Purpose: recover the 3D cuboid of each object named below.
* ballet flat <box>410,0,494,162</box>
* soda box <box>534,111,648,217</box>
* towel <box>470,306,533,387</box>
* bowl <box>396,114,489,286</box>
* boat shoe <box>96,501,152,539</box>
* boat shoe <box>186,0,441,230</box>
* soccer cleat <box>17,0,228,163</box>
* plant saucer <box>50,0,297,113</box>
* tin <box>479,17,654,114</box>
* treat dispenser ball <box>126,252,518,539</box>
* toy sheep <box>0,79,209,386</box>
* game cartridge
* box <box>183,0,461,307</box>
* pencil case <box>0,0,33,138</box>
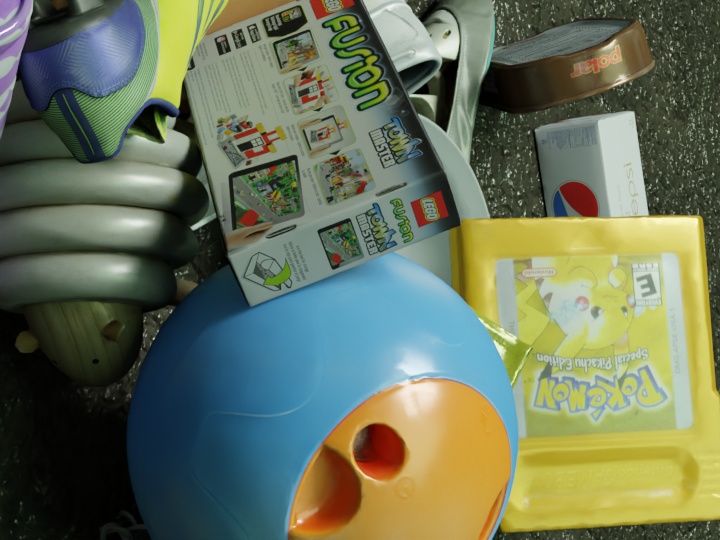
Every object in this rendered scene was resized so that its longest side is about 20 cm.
[{"bbox_3d":[0.054,-0.130,1.090,0.063,0.067,0.202,21,69,-38],"label":"ballet flat"},{"bbox_3d":[0.203,-0.028,1.272,0.068,0.063,0.202,-18,102,-51],"label":"soda box"},{"bbox_3d":[0.032,0.103,0.901,0.086,0.018,0.201,34,61,-8],"label":"towel"},{"bbox_3d":[0.000,0.000,0.985,0.200,0.090,0.203,6,83,-51],"label":"bowl"},{"bbox_3d":[-0.117,0.165,0.835,0.063,0.072,0.201,45,58,-44],"label":"boat shoe"},{"bbox_3d":[-0.039,-0.080,0.881,0.199,0.069,0.072,-38,159,-6],"label":"boat shoe"},{"bbox_3d":[-0.107,-0.105,0.728,0.200,0.064,0.084,-58,131,-66],"label":"soccer cleat"},{"bbox_3d":[-0.090,-0.171,0.828,0.199,0.032,0.202,-18,135,-20],"label":"plant saucer"},{"bbox_3d":[0.146,-0.154,1.120,0.111,0.200,0.042,-16,102,-6],"label":"tin"},{"bbox_3d":[-0.019,0.085,0.771,0.200,0.199,0.203,7,82,-52],"label":"treat dispenser ball"},{"bbox_3d":[-0.140,-0.041,0.782,0.137,0.137,0.202,6,75,-52],"label":"toy sheep"},{"bbox_3d":[0.149,0.065,0.982,0.174,0.032,0.202,-2,80,-13],"label":"game cartridge"},{"bbox_3d":[-0.028,-0.072,0.770,0.201,0.109,0.035,-109,179,-51],"label":"box"},{"bbox_3d":[-0.202,-0.063,0.658,0.085,0.201,0.084,-17,61,-36],"label":"pencil case"}]
